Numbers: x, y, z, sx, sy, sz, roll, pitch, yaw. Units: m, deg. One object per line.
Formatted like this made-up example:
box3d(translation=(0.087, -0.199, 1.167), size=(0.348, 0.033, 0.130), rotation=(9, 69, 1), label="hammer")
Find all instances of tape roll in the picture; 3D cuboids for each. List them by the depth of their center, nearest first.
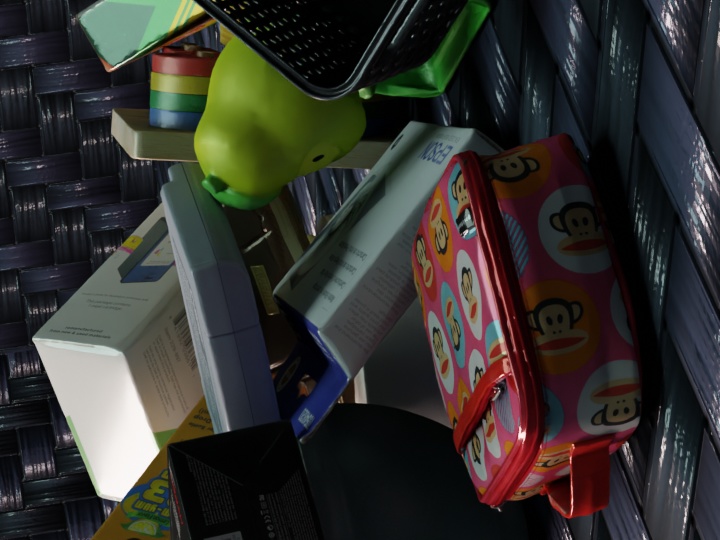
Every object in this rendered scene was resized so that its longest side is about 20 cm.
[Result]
box3d(translation=(0.020, 0.057, 1.648), size=(0.202, 0.071, 0.202), rotation=(172, 90, -81), label="tape roll")

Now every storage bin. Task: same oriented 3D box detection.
box3d(translation=(-0.034, -0.200, 1.243), size=(0.200, 0.094, 0.135), rotation=(41, 120, 13), label="storage bin")

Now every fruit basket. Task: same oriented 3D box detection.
box3d(translation=(-0.014, -0.128, 1.411), size=(0.216, 0.155, 0.216), rotation=(-173, 90, -84), label="fruit basket")

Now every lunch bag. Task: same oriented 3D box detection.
box3d(translation=(0.087, 0.040, 1.195), size=(0.200, 0.082, 0.176), rotation=(104, 152, -72), label="lunch bag")

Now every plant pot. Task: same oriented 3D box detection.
box3d(translation=(0.030, 0.173, 1.474), size=(0.200, 0.134, 0.200), rotation=(173, 90, -81), label="plant pot")

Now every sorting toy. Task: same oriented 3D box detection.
box3d(translation=(-0.061, -0.114, 1.613), size=(0.199, 0.200, 0.070), rotation=(-140, 53, -77), label="sorting toy")

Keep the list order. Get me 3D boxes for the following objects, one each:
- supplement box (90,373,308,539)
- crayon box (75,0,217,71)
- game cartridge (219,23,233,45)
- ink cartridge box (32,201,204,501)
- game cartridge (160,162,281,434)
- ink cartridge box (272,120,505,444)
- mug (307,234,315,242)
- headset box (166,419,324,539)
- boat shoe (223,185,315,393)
box3d(translation=(-0.103, 0.153, 1.539), size=(0.200, 0.067, 0.069), rotation=(-55, -36, -35), label="supplement box")
box3d(translation=(-0.090, -0.213, 1.668), size=(0.200, 0.127, 0.051), rotation=(-26, 94, 42), label="crayon box")
box3d(translation=(-0.035, -0.255, 1.520), size=(0.176, 0.032, 0.200), rotation=(-53, -22, -33), label="game cartridge")
box3d(translation=(-0.122, 0.049, 1.675), size=(0.200, 0.087, 0.145), rotation=(-50, -47, -40), label="ink cartridge box")
box3d(translation=(-0.079, 0.050, 1.437), size=(0.133, 0.040, 0.200), rotation=(-108, 7, -53), label="game cartridge")
box3d(translation=(0.000, 0.000, 1.414), size=(0.200, 0.041, 0.200), rotation=(-53, 11, -2), label="ink cartridge box")
box3d(translation=(-0.054, 0.084, 2.057), size=(0.149, 0.187, 0.153), rotation=(39, 158, 27), label="mug")
box3d(translation=(-0.060, 0.202, 1.372), size=(0.200, 0.077, 0.149), rotation=(93, 163, -57), label="headset box")
box3d(translation=(-0.047, 0.021, 1.649), size=(0.076, 0.072, 0.200), rotation=(-50, -45, -56), label="boat shoe")
